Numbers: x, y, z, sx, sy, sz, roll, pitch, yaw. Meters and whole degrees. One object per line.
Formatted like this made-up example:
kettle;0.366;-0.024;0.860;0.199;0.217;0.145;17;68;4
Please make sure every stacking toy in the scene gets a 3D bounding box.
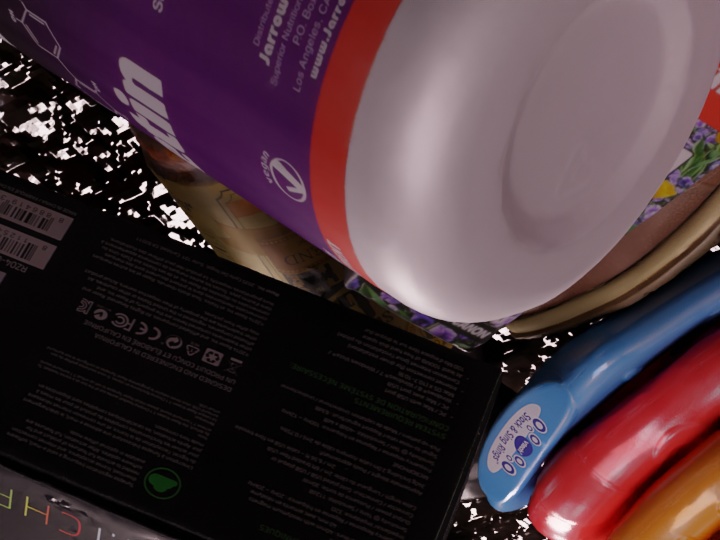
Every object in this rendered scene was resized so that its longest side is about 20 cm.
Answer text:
stacking toy;0.137;0.098;0.737;0.109;0.200;0.116;-29;163;-28

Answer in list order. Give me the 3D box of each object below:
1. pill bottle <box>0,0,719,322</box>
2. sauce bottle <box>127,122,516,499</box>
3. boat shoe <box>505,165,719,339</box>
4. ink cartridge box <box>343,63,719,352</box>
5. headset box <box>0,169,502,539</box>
pill bottle;-0.020;-0.079;0.561;0.200;0.112;0.113;33;152;32
sauce bottle;0.000;0.000;0.749;0.066;0.066;0.200;-17;137;21
boat shoe;0.096;-0.045;0.698;0.068;0.072;0.200;51;138;0
ink cartridge box;0.075;-0.076;0.622;0.050;0.109;0.200;29;132;-27
headset box;-0.071;0.088;0.704;0.173;0.093;0.201;22;140;4
